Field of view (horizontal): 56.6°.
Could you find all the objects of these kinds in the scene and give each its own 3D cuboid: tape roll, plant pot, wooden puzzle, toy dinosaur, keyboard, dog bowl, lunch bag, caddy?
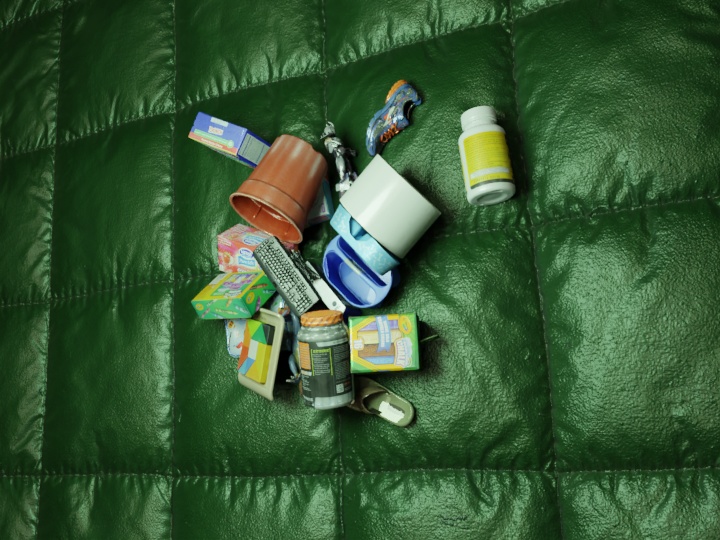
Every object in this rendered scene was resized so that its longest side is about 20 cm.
[{"bbox_3d":[0.068,-0.147,1.533,0.140,0.202,0.203,-48,66,8],"label":"tape roll"},{"bbox_3d":[-0.183,-0.204,1.615,0.198,0.201,0.198,19,70,26],"label":"plant pot"},{"bbox_3d":[-0.244,0.191,1.587,0.184,0.037,0.205,8,92,56],"label":"wooden puzzle"},{"bbox_3d":[-0.161,0.186,1.608,0.202,0.103,0.184,110,149,-45],"label":"toy dinosaur"},{"bbox_3d":[-0.171,0.002,1.575,0.104,0.040,0.201,-39,78,4],"label":"keyboard"},{"bbox_3d":[0.006,-0.066,1.507,0.050,0.111,0.200,-46,65,6],"label":"dog bowl"},{"bbox_3d":[-0.254,0.143,1.700,0.196,0.075,0.164,-14,79,22],"label":"lunch bag"},{"bbox_3d":[0.000,0.000,1.589,0.200,0.105,0.142,43,98,25],"label":"caddy"}]

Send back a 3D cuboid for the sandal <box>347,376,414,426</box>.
[{"bbox_3d":[0.032,0.299,1.548,0.197,0.057,0.081,15,87,26],"label":"sandal"}]

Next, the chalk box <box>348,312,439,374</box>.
[{"bbox_3d":[0.080,0.167,1.502,0.195,0.125,0.127,-3,78,9],"label":"chalk box"}]

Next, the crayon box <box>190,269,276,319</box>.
[{"bbox_3d":[-0.311,0.060,1.650,0.197,0.119,0.059,-5,122,40],"label":"crayon box"}]

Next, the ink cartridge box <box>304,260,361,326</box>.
[{"bbox_3d":[-0.061,0.065,1.611,0.039,0.099,0.201,-44,67,11],"label":"ink cartridge box"}]

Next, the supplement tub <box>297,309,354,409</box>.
[{"bbox_3d":[-0.078,0.197,1.499,0.120,0.122,0.205,-1,97,24],"label":"supplement tub"}]

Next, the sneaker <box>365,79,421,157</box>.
[{"bbox_3d":[0.079,-0.367,1.640,0.078,0.075,0.202,32,96,22],"label":"sneaker"}]

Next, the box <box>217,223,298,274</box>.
[{"bbox_3d":[-0.261,-0.037,1.704,0.197,0.095,0.102,17,121,26],"label":"box"}]

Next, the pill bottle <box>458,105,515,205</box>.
[{"bbox_3d":[0.280,-0.259,1.506,0.109,0.111,0.205,-13,76,22],"label":"pill bottle"}]

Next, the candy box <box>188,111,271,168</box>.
[{"bbox_3d":[-0.317,-0.326,1.741,0.167,0.199,0.078,24,91,26],"label":"candy box"}]

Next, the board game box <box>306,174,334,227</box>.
[{"bbox_3d":[-0.171,-0.183,1.737,0.196,0.040,0.156,-17,74,21],"label":"board game box"}]

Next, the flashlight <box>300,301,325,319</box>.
[{"bbox_3d":[-0.079,0.169,1.618,0.067,0.068,0.202,-36,68,14],"label":"flashlight"}]

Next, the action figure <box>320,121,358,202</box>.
[{"bbox_3d":[-0.044,-0.273,1.654,0.068,0.130,0.204,-21,88,24],"label":"action figure"}]
